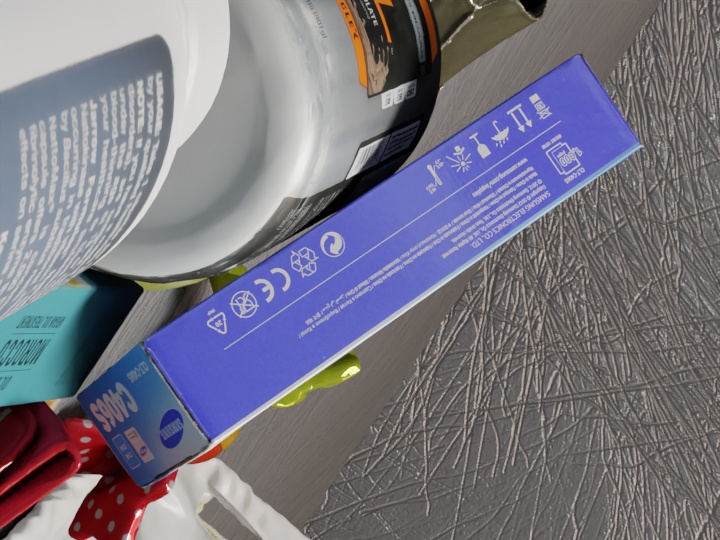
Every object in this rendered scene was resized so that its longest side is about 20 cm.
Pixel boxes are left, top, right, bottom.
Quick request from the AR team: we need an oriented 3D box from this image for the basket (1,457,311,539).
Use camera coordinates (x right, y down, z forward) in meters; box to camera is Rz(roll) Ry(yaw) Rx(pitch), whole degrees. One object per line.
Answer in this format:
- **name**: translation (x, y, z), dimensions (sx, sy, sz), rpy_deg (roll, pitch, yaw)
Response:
- **basket**: translation (-0.138, 0.233, 1.324), dimensions (0.161, 0.198, 0.200), rpy_deg (-54, 175, 37)

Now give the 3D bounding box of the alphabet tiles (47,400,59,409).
- **alphabet tiles**: translation (-0.133, 0.014, 1.044), dimensions (0.200, 0.006, 0.166), rpy_deg (-53, 173, -6)

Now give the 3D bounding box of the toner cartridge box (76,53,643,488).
- **toner cartridge box**: translation (0.000, 0.000, 0.754), dimensions (0.200, 0.043, 0.095), rpy_deg (-34, 179, -24)

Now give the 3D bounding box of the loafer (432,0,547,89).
- **loafer**: translation (0.074, -0.165, 1.294), dimensions (0.200, 0.070, 0.075), rpy_deg (-58, 172, 32)

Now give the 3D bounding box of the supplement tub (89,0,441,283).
- **supplement tub**: translation (-0.043, -0.071, 0.753), dimensions (0.123, 0.122, 0.200), rpy_deg (-56, 173, 18)

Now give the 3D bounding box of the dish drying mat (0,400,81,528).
- **dish drying mat**: translation (-0.150, 0.062, 0.756), dimensions (0.077, 0.018, 0.200), rpy_deg (-38, -163, -10)

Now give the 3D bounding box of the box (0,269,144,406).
- **box**: translation (-0.135, 0.001, 0.663), dimensions (0.049, 0.082, 0.200), rpy_deg (-55, 173, 3)

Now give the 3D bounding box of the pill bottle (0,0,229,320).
- **pill bottle**: translation (-0.108, -0.041, 0.476), dimensions (0.120, 0.120, 0.200), rpy_deg (-57, 172, 23)

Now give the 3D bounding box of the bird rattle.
- **bird rattle**: translation (-0.098, 0.089, 1.256), dimensions (0.200, 0.113, 0.163), rpy_deg (-50, 179, -14)

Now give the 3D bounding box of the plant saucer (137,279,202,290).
- **plant saucer**: translation (-0.051, -0.067, 1.062), dimensions (0.200, 0.031, 0.200), rpy_deg (-55, 173, -10)
